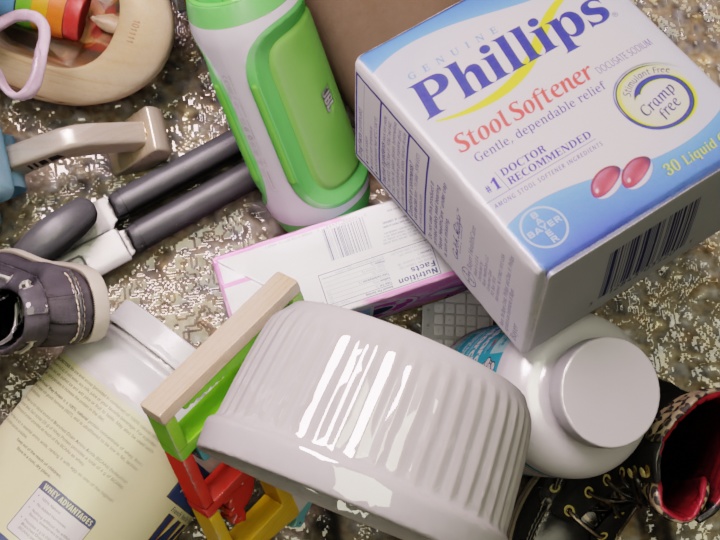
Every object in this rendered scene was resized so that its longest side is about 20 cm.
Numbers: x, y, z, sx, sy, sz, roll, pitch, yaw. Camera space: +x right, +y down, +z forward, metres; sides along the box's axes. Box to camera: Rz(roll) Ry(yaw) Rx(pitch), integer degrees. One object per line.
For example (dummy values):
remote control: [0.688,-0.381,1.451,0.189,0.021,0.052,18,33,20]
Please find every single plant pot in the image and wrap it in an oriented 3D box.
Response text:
plant pot: [0.028,-0.204,1.047,0.199,0.200,0.176,-20,101,-8]

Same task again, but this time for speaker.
speaker: [-0.056,-0.122,1.005,0.088,0.088,0.201,-29,128,-9]

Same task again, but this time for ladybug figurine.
ladybug figurine: [-0.227,-0.196,1.053,0.199,0.072,0.137,22,98,8]

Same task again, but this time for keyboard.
keyboard: [0.072,0.114,1.068,0.056,0.011,0.202,3,80,-5]

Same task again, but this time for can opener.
can opener: [-0.164,-0.044,1.046,0.199,0.067,0.054,-30,84,-9]

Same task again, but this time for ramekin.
ramekin: [0.010,0.098,0.864,0.199,0.200,0.106,22,79,-1]

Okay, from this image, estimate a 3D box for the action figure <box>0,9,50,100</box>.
action figure: [-0.320,-0.181,1.009,0.148,0.199,0.135,24,66,-32]

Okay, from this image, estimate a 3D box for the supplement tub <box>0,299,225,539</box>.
supplement tub: [-0.178,0.136,0.973,0.145,0.145,0.200,38,79,2]

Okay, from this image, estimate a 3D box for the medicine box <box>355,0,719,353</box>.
medicine box: [0.122,-0.083,0.920,0.182,0.103,0.200,-30,63,-17]

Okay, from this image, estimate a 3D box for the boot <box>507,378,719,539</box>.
boot: [0.185,0.158,0.996,0.073,0.151,0.200,40,77,-10]

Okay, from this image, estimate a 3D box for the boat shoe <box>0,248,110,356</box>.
boat shoe: [-0.249,0.024,0.967,0.062,0.199,0.073,-10,96,-42]

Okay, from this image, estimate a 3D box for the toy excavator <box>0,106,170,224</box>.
toy excavator: [-0.261,-0.077,1.018,0.199,0.194,0.101,-16,80,21]

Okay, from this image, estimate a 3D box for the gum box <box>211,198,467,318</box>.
gum box: [0.000,0.000,1.022,0.199,0.114,0.067,-18,82,-3]

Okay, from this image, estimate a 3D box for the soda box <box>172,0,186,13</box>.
soda box: [-0.146,-0.290,1.025,0.063,0.068,0.201,-24,71,-10]

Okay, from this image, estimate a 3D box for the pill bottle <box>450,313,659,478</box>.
pill bottle: [0.129,0.086,0.975,0.110,0.200,0.112,2,83,-17]

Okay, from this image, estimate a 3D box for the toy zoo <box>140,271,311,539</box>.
toy zoo: [-0.067,0.114,0.954,0.020,0.201,0.131,25,57,35]
